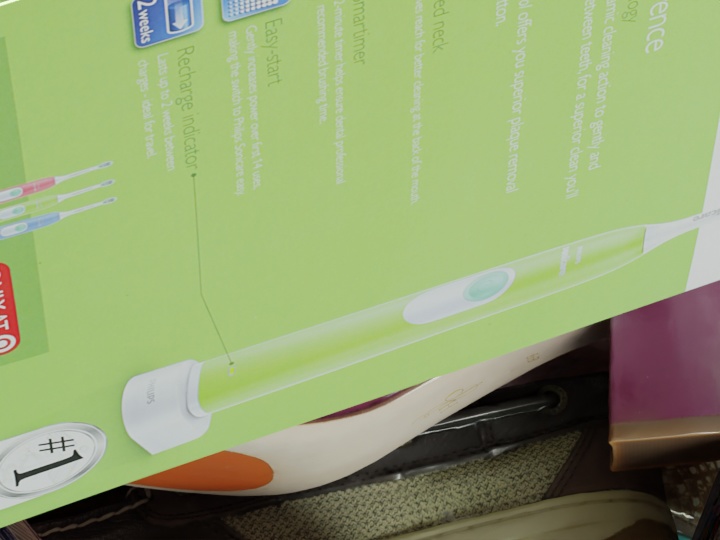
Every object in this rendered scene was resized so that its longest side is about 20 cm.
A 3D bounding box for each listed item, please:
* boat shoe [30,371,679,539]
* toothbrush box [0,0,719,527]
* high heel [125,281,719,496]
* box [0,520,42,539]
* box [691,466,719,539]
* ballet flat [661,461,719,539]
[{"bbox_3d":[-0.019,0.068,0.761,0.199,0.065,0.073,-7,150,5],"label":"boat shoe"},{"bbox_3d":[-0.003,-0.049,0.540,0.199,0.086,0.146,-17,146,-12],"label":"toothbrush box"},{"bbox_3d":[0.000,0.000,0.711,0.199,0.097,0.067,-1,163,-4],"label":"high heel"},{"bbox_3d":[-0.108,0.045,0.602,0.032,0.121,0.200,-44,145,-2],"label":"box"},{"bbox_3d":[0.106,0.063,0.717,0.035,0.201,0.110,23,169,-1],"label":"box"},{"bbox_3d":[0.124,0.059,0.866,0.200,0.070,0.065,25,95,-55],"label":"ballet flat"}]
